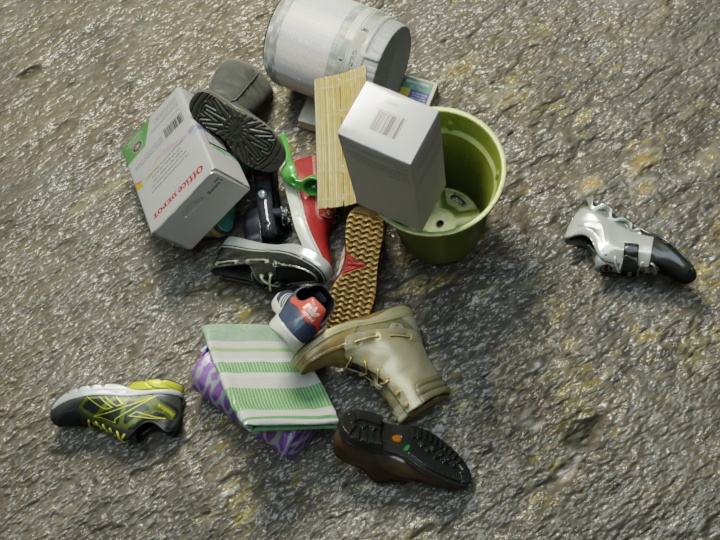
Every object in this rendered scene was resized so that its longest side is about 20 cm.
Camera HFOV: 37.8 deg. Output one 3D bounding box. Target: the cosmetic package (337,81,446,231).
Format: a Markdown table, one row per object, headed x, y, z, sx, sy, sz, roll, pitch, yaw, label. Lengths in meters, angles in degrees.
| x | y | z | sx | sy | sz | roll | pitch | yaw | label |
| --- | --- | --- | --- | --- | --- | --- | --- | --- | --- |
| 0.044 | -0.140 | 1.343 | 0.107 | 0.200 | 0.085 | 25 | 75 | 14 | cosmetic package |

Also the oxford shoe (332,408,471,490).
| x | y | z | sx | sy | sz | roll | pitch | yaw | label |
| --- | --- | --- | --- | --- | --- | --- | --- | --- | --- |
| 0.056 | 0.260 | 1.453 | 0.198 | 0.085 | 0.073 | 22 | 35 | -1 | oxford shoe |

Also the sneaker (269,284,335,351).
| x | y | z | sx | sy | sz | roll | pitch | yaw | label |
| --- | --- | --- | --- | --- | --- | --- | --- | --- | --- |
| -0.076 | 0.053 | 1.488 | 0.084 | 0.200 | 0.075 | -42 | 102 | 5 | sneaker |

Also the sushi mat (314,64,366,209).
| x | y | z | sx | sy | sz | roll | pitch | yaw | label |
| --- | --- | --- | --- | --- | --- | --- | --- | --- | --- |
| -0.026 | -0.192 | 1.533 | 0.095 | 0.012 | 0.202 | -6 | 82 | 31 | sushi mat |

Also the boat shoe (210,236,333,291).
| x | y | z | sx | sy | sz | roll | pitch | yaw | label |
| --- | --- | --- | --- | --- | --- | --- | --- | --- | --- |
| -0.133 | 0.001 | 1.561 | 0.198 | 0.071 | 0.064 | 8 | 53 | 31 | boat shoe |

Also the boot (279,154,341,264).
| x | y | z | sx | sy | sz | roll | pitch | yaw | label |
| --- | --- | --- | --- | --- | --- | --- | --- | --- | --- |
| -0.036 | -0.101 | 1.610 | 0.143 | 0.073 | 0.202 | -15 | 63 | -1 | boot |

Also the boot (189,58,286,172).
| x | y | z | sx | sy | sz | roll | pitch | yaw | label |
| --- | --- | --- | --- | --- | --- | --- | --- | --- | --- |
| -0.172 | -0.247 | 1.645 | 0.182 | 0.200 | 0.073 | 42 | 109 | -7 | boot |

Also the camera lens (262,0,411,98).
| x | y | z | sx | sy | sz | roll | pitch | yaw | label |
| --- | --- | --- | --- | --- | --- | --- | --- | --- | --- |
| -0.040 | -0.341 | 1.631 | 0.199 | 0.160 | 0.161 | 23 | 72 | 16 | camera lens |

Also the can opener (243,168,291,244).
| x | y | z | sx | sy | sz | roll | pitch | yaw | label |
| --- | --- | --- | --- | --- | --- | --- | --- | --- | --- |
| -0.149 | -0.130 | 1.638 | 0.078 | 0.063 | 0.202 | -7 | 67 | 5 | can opener |

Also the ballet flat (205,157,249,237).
| x | y | z | sx | sy | sz | roll | pitch | yaw | label |
| --- | --- | --- | --- | --- | --- | --- | --- | --- | --- |
| -0.220 | -0.144 | 1.657 | 0.070 | 0.071 | 0.202 | 6 | 67 | 10 | ballet flat |

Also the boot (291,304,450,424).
| x | y | z | sx | sy | sz | roll | pitch | yaw | label |
| --- | --- | --- | --- | --- | --- | --- | --- | --- | --- |
| 0.016 | 0.147 | 1.478 | 0.199 | 0.073 | 0.156 | -18 | 71 | -26 | boot |

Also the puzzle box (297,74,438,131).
| x | y | z | sx | sy | sz | roll | pitch | yaw | label |
| --- | --- | --- | --- | --- | --- | --- | --- | --- | --- |
| 0.013 | -0.265 | 1.694 | 0.198 | 0.025 | 0.134 | 18 | 70 | 14 | puzzle box |

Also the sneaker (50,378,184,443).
| x | y | z | sx | sy | sz | roll | pitch | yaw | label |
| --- | --- | --- | --- | --- | --- | --- | --- | --- | --- |
| -0.351 | 0.209 | 1.517 | 0.198 | 0.075 | 0.085 | -10 | 67 | 3 | sneaker |

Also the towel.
| x | y | z | sx | sy | sz | roll | pitch | yaw | label |
| --- | --- | --- | --- | --- | --- | --- | --- | --- | --- |
| -0.126 | 0.145 | 1.473 | 0.151 | 0.024 | 0.201 | 1 | 40 | -28 | towel |

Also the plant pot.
| x | y | z | sx | sy | sz | roll | pitch | yaw | label |
| --- | --- | --- | --- | --- | --- | --- | --- | --- | --- |
| 0.112 | -0.104 | 1.528 | 0.198 | 0.184 | 0.202 | -3 | 68 | 7 | plant pot |

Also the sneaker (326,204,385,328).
| x | y | z | sx | sy | sz | roll | pitch | yaw | label |
| --- | --- | --- | --- | --- | --- | --- | --- | --- | --- |
| 0.000 | 0.000 | 1.565 | 0.074 | 0.090 | 0.202 | 16 | 97 | 6 | sneaker |

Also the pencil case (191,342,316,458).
| x | y | z | sx | sy | sz | roll | pitch | yaw | label |
| --- | --- | --- | --- | --- | --- | --- | --- | --- | --- |
| -0.150 | 0.183 | 1.503 | 0.199 | 0.084 | 0.085 | 35 | 53 | 18 | pencil case |

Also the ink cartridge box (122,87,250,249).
| x | y | z | sx | sy | sz | roll | pitch | yaw | label |
| --- | --- | --- | --- | --- | --- | --- | --- | --- | --- |
| -0.268 | -0.155 | 1.600 | 0.145 | 0.084 | 0.201 | -43 | 50 | 19 | ink cartridge box |

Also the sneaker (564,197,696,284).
| x | y | z | sx | sy | sz | roll | pitch | yaw | label |
| --- | --- | --- | --- | --- | --- | --- | --- | --- | --- |
| 0.385 | -0.020 | 1.523 | 0.199 | 0.074 | 0.089 | 33 | 75 | 28 | sneaker |

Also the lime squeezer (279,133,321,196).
| x | y | z | sx | sy | sz | roll | pitch | yaw | label |
| --- | --- | --- | --- | --- | --- | --- | --- | --- | --- |
| -0.074 | -0.140 | 1.590 | 0.199 | 0.038 | 0.070 | 35 | 37 | 29 | lime squeezer |
